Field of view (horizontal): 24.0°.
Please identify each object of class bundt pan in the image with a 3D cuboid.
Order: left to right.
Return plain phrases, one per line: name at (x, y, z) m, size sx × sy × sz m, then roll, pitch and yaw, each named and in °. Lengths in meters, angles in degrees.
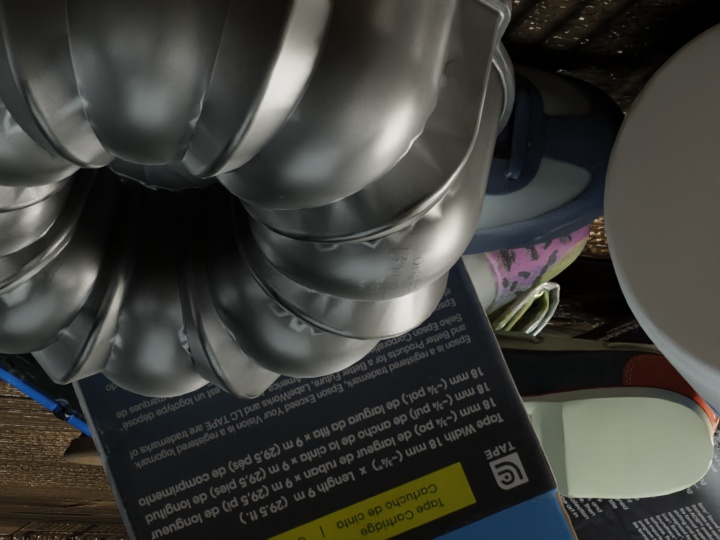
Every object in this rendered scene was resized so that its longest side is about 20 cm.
bundt pan at (-0.056, -0.030, 0.471) m, size 0.200 × 0.076 × 0.202 m, roll 3°, pitch 144°, yaw 2°

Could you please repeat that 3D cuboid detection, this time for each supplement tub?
supplement tub at (0.166, -0.001, 0.601) m, size 0.131 × 0.133 × 0.200 m, roll -4°, pitch 165°, yaw 19°

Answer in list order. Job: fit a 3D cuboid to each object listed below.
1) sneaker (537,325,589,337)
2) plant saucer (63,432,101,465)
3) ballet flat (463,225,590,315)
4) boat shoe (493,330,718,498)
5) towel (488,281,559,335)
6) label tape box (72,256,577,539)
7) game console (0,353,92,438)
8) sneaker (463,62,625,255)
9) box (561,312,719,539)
sneaker at (0.091, 0.086, 0.926) m, size 0.073 × 0.116 × 0.200 m, roll 9°, pitch 176°, yaw -18°
plant saucer at (-0.093, 0.114, 1.107) m, size 0.199 × 0.030 × 0.200 m, roll 1°, pitch 170°, yaw 0°
ballet flat at (0.000, 0.000, 0.730) m, size 0.199 × 0.071 × 0.069 m, roll -3°, pitch 121°, yaw 29°
boat shoe at (0.053, 0.057, 0.730) m, size 0.199 × 0.072 × 0.063 m, roll 1°, pitch -153°, yaw 10°
towel at (-0.004, 0.064, 0.878) m, size 0.171 × 0.048 × 0.200 m, roll -35°, pitch -175°, yaw -28°
label tape box at (-0.022, 0.052, 0.603) m, size 0.143 × 0.201 × 0.063 m, roll -19°, pitch 169°, yaw -13°
game console at (-0.093, 0.021, 0.843) m, size 0.170 × 0.119 × 0.200 m, roll 34°, pitch 180°, yaw -9°
sneaker at (0.002, -0.047, 0.556) m, size 0.199 × 0.071 × 0.082 m, roll 1°, pitch 168°, yaw -9°
box at (0.147, 0.087, 0.801) m, size 0.199 × 0.036 × 0.143 m, roll -25°, pitch 111°, yaw 42°
